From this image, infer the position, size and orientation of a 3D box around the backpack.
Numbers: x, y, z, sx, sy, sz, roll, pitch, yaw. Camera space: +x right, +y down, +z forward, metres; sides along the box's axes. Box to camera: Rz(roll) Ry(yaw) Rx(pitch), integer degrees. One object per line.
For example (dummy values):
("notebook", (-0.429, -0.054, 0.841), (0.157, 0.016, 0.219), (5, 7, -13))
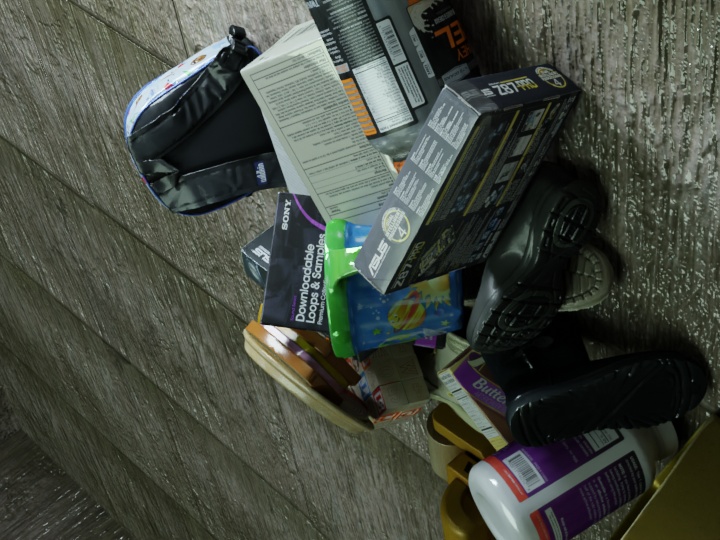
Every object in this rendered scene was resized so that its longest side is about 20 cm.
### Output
("backpack", (-0.178, -0.164, 1.732), (0.200, 0.190, 0.154), (62, 171, -20))

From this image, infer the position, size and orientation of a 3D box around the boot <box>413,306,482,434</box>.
("boot", (0.100, 0.088, 1.726), (0.200, 0.072, 0.155), (34, 148, 37))

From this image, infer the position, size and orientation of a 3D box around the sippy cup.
("sippy cup", (0.036, 0.014, 1.461), (0.178, 0.130, 0.140), (-79, -16, -71))

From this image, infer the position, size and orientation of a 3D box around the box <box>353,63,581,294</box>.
("box", (0.094, -0.080, 1.305), (0.049, 0.161, 0.200), (42, 126, 22))

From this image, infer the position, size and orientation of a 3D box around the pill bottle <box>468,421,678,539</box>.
("pill bottle", (0.216, 0.199, 1.494), (0.113, 0.200, 0.113), (56, 167, 20))

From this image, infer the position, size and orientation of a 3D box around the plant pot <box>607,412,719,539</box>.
("plant pot", (0.345, 0.300, 1.450), (0.200, 0.196, 0.194), (37, 153, 11))

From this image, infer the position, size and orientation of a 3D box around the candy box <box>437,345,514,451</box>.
("candy box", (0.190, 0.150, 1.586), (0.200, 0.117, 0.056), (52, 165, 1))

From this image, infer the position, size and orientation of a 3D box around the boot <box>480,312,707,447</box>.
("boot", (0.224, 0.089, 1.475), (0.168, 0.199, 0.077), (-99, -7, -61))

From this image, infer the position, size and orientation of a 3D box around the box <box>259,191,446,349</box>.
("box", (0.000, 0.000, 1.579), (0.199, 0.144, 0.036), (7, 174, 0))

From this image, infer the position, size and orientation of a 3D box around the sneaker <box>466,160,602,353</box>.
("sneaker", (0.154, -0.012, 1.415), (0.200, 0.076, 0.091), (-61, 39, 18))

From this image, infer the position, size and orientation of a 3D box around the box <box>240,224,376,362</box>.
("box", (-0.013, -0.005, 1.689), (0.200, 0.160, 0.044), (37, 152, 33))

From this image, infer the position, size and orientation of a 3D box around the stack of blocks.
("stack of blocks", (0.009, 0.084, 1.768), (0.115, 0.058, 0.201), (126, 129, -61))

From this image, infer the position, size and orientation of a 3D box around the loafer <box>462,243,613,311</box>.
("loafer", (0.174, 0.004, 1.481), (0.200, 0.068, 0.076), (1, 88, 44))

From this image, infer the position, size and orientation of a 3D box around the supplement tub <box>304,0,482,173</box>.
("supplement tub", (0.039, -0.192, 1.361), (0.122, 0.122, 0.201), (-3, 115, 62))

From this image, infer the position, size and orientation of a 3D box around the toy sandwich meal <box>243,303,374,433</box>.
("toy sandwich meal", (-0.051, 0.105, 1.678), (0.205, 0.070, 0.205), (37, -179, -1))

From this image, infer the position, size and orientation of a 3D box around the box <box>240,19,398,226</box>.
("box", (-0.003, -0.154, 1.491), (0.128, 0.109, 0.200), (-14, 113, 42))

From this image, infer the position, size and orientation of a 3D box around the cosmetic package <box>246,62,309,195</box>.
("cosmetic package", (-0.049, -0.138, 1.635), (0.101, 0.071, 0.201), (41, 152, 59))

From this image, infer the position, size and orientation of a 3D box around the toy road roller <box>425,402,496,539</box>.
("toy road roller", (0.136, 0.266, 1.812), (0.200, 0.146, 0.123), (35, 150, 34))
